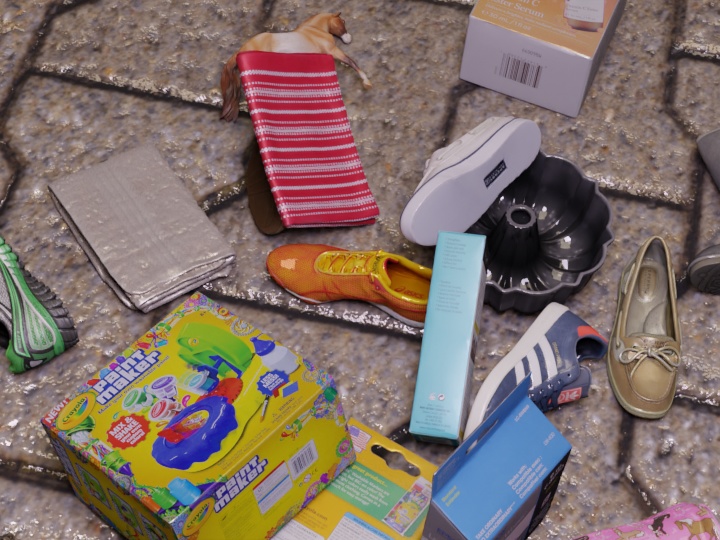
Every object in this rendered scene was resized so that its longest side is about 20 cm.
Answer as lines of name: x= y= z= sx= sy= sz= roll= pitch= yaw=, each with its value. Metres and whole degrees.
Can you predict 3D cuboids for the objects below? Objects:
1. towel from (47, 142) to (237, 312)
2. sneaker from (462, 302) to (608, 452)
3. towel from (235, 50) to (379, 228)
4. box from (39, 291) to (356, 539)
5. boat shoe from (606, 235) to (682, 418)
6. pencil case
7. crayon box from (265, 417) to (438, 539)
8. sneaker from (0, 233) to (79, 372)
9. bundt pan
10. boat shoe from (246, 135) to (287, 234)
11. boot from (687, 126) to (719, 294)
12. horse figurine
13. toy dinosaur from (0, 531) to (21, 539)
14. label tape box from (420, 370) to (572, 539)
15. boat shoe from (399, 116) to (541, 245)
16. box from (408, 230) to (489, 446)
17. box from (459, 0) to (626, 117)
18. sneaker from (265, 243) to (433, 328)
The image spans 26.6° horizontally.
towel: x=-0.233 y=-0.048 z=1.630 sx=0.132 sy=0.034 sz=0.200 roll=-25 pitch=59 yaw=-22
sneaker: x=0.179 y=0.118 z=1.518 sx=0.084 sy=0.075 sz=0.200 roll=31 pitch=59 yaw=18
towel: x=-0.056 y=-0.143 z=1.636 sx=0.145 sy=0.022 sz=0.200 roll=-4 pitch=74 yaw=-46
box: x=-0.147 y=0.157 z=1.404 sx=0.193 sy=0.122 sz=0.200 roll=29 pitch=58 yaw=36
boat shoe: x=0.299 y=0.058 z=1.577 sx=0.073 sy=0.063 sz=0.201 roll=11 pitch=54 yaw=3
pencil case: x=0.240 y=0.276 z=1.406 sx=0.200 sy=0.087 sz=0.083 roll=-12 pitch=25 yaw=-13
crayon box: x=-0.011 y=0.250 z=1.422 sx=0.126 sy=0.052 sz=0.200 roll=28 pitch=58 yaw=15
sneaker: x=-0.377 y=0.020 z=1.542 sx=0.085 sy=0.078 sz=0.200 roll=-36 pitch=65 yaw=-25
bundt pan: x=0.166 y=-0.036 z=1.626 sx=0.202 sy=0.076 sz=0.202 roll=2 pitch=55 yaw=-3
boat shoe: x=-0.078 y=-0.133 z=1.674 sx=0.072 sy=0.072 sz=0.200 roll=13 pitch=65 yaw=-37
boot: x=0.414 y=-0.074 z=1.677 sx=0.182 sy=0.073 sz=0.200 roll=-1 pitch=60 yaw=-23
horse figurine: x=-0.082 y=-0.238 z=1.770 sx=0.200 sy=0.050 sz=0.133 roll=-19 pitch=65 yaw=-21
toy dinosaur: x=-0.409 y=0.260 z=1.388 sx=0.200 sy=0.047 sz=0.088 roll=12 pitch=40 yaw=5
label tape box: x=0.121 y=0.204 z=1.373 sx=0.063 sy=0.200 sz=0.144 roll=36 pitch=59 yaw=19
boat shoe: x=0.101 y=-0.099 z=1.588 sx=0.070 sy=0.071 sz=0.200 roll=20 pitch=54 yaw=44
box: x=0.088 y=0.068 z=1.493 sx=0.049 sy=0.082 sz=0.200 roll=7 pitch=79 yaw=9
box: x=0.224 y=-0.305 z=1.806 sx=0.152 sy=0.106 sz=0.200 roll=20 pitch=56 yaw=10
sneaker: x=0.000 y=0.000 z=1.588 sx=0.200 sy=0.077 sz=0.073 roll=11 pitch=56 yaw=5
